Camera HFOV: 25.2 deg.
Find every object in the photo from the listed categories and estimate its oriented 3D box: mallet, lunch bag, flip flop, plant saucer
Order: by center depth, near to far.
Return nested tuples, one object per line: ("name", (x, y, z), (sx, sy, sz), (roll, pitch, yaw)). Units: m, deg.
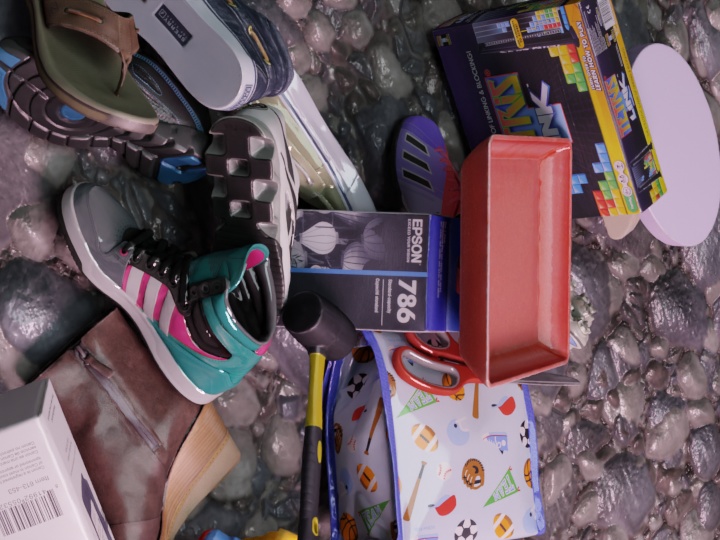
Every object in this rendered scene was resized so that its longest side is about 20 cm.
("flip flop", (-0.194, -0.179, 1.170), (0.081, 0.058, 0.200), (12, 44, -40))
("mallet", (-0.031, 0.118, 1.255), (0.066, 0.041, 0.201), (31, 54, -59))
("plant saucer", (0.129, -0.012, 1.353), (0.199, 0.037, 0.201), (-7, 98, -64))
("lunch bag", (0.059, 0.138, 1.405), (0.170, 0.124, 0.201), (-2, 86, -37))

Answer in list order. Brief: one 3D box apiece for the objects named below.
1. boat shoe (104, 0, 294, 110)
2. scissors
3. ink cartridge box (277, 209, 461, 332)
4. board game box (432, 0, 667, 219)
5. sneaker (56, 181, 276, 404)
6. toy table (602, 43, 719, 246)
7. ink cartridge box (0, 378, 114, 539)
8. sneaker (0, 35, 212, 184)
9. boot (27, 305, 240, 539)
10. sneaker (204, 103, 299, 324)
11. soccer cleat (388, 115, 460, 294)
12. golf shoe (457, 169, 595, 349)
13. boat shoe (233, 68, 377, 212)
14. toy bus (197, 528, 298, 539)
("boat shoe", (-0.136, -0.208, 1.258), (0.200, 0.071, 0.091), (54, 26, 8))
("scissors", (0.111, 0.093, 1.383), (0.200, 0.014, 0.073), (24, 51, -26))
("ink cartridge box", (0.000, 0.000, 1.330), (0.199, 0.039, 0.100), (1, 89, 5))
("board game box", (0.171, -0.145, 1.462), (0.057, 0.165, 0.200), (-36, 113, -44))
("sneaker", (-0.133, -0.001, 1.224), (0.200, 0.121, 0.084), (54, 31, -12))
("toy table", (0.264, -0.120, 1.574), (0.184, 0.117, 0.201), (-20, 104, -38))
("ink cartridge box", (-0.253, 0.199, 1.139), (0.144, 0.084, 0.200), (-19, 106, -1))
("sneaker", (-0.199, -0.136, 1.238), (0.200, 0.073, 0.082), (26, 52, -38))
("boot", (-0.203, 0.148, 1.244), (0.166, 0.072, 0.200), (48, 63, -16))
("sneaker", (-0.079, -0.036, 1.287), (0.089, 0.074, 0.201), (-47, 146, -62))
("soccer cleat", (0.073, -0.057, 1.412), (0.068, 0.073, 0.201), (19, 54, -35))
("golf shoe", (0.128, 0.000, 1.484), (0.200, 0.097, 0.078), (57, 29, -10))
("boat shoe", (-0.051, -0.097, 1.359), (0.062, 0.072, 0.200), (-34, 110, -7))
("toy bus", (-0.073, 0.272, 1.288), (0.192, 0.200, 0.136), (33, 74, -4))
